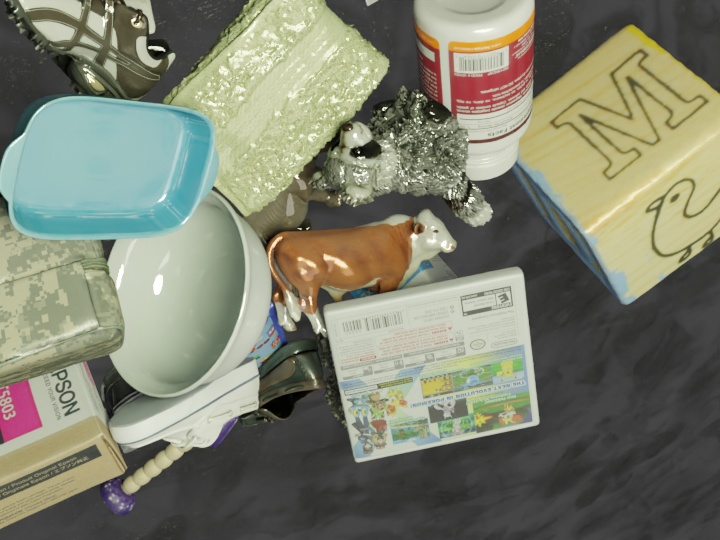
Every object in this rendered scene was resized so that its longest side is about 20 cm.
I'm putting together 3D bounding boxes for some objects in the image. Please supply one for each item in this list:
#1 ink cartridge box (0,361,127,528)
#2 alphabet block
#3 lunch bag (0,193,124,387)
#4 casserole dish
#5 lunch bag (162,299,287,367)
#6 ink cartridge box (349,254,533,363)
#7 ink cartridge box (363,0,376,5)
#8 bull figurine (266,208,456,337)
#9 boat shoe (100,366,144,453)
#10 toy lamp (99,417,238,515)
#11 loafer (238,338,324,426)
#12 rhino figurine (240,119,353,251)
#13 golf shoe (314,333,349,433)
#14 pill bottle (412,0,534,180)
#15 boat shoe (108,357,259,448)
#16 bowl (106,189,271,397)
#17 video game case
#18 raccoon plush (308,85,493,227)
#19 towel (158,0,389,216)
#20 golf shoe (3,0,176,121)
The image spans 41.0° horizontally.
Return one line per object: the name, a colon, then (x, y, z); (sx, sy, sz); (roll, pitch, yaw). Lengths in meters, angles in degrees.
ink cartridge box: (-0.334, 0.131, 0.905); (0.165, 0.200, 0.075); (-25, 141, -12)
alphabet block: (0.302, -0.117, 1.093); (0.200, 0.196, 0.195); (-39, 143, 6)
lunch bag: (-0.312, 0.010, 0.827); (0.200, 0.168, 0.139); (-17, 173, -17)
casserole dish: (-0.205, -0.086, 0.783); (0.200, 0.039, 0.121); (-4, 120, -48)
lunch bag: (-0.162, 0.089, 1.083); (0.151, 0.094, 0.200); (-29, 151, -9)
ink cartridge box: (0.095, 0.064, 1.100); (0.084, 0.200, 0.145); (-44, 170, 12)
ink cartridge box: (0.066, -0.308, 0.809); (0.200, 0.094, 0.044); (-30, 142, -4)
bull figurine: (0.000, 0.000, 0.989); (0.200, 0.065, 0.121); (-4, 102, -16)
boat shoe: (-0.259, 0.154, 1.086); (0.074, 0.068, 0.199); (-32, 166, -13)
toy lamp: (-0.232, 0.225, 1.181); (0.200, 0.058, 0.058); (-41, 141, 12)
loafer: (-0.101, 0.152, 1.158); (0.072, 0.063, 0.200); (-11, 155, -34)
rhino figurine: (-0.063, -0.091, 0.973); (0.087, 0.060, 0.200); (9, 122, -28)
golf shoe: (0.003, 0.140, 1.254); (0.097, 0.078, 0.200); (-25, 142, -20)
pill bottle: (0.114, -0.190, 0.951); (0.113, 0.113, 0.200); (-24, 141, -12)
boat shoe: (-0.159, 0.141, 0.937); (0.074, 0.065, 0.200); (-7, -172, 34)
bowl: (-0.153, 0.024, 0.929); (0.201, 0.201, 0.090); (-49, 147, 19)
video game case: (0.075, 0.098, 0.979); (0.200, 0.022, 0.182); (-11, 115, -2)
raccoon plush: (0.048, -0.076, 0.926); (0.134, 0.097, 0.200); (-50, 115, -16)
towel: (-0.081, -0.156, 0.872); (0.200, 0.036, 0.148); (-46, 120, 9)
golf shoe: (-0.216, -0.203, 0.745); (0.094, 0.078, 0.200); (-37, 152, -1)
